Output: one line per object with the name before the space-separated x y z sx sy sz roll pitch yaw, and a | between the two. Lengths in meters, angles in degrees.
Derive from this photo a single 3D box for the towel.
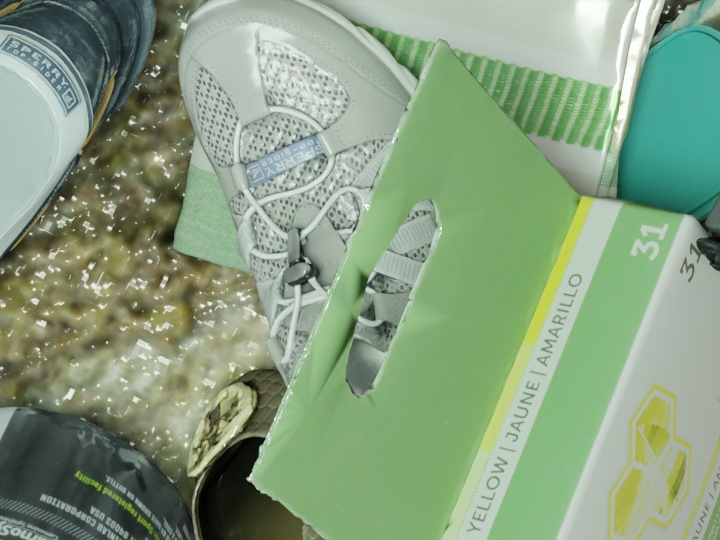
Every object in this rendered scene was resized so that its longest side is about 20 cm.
towel | 0.026 -0.083 0.967 0.152 0.023 0.200 16 105 16

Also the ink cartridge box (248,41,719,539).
ink cartridge box | 0.057 0.042 0.881 0.048 0.200 0.146 13 71 32

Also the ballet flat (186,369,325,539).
ballet flat | -0.030 0.100 0.940 0.046 0.200 0.067 20 122 -27

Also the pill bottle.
pill bottle | -0.129 0.146 0.939 0.106 0.200 0.106 9 131 11

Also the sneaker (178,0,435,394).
sneaker | 0.000 0.000 0.933 0.075 0.082 0.200 -29 92 24

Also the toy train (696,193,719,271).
toy train | 0.163 0.024 0.932 0.046 0.200 0.034 21 78 36

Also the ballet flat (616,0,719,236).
ballet flat | 0.146 -0.073 0.954 0.072 0.072 0.200 38 120 -6

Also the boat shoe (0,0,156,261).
boat shoe | -0.140 -0.026 0.984 0.071 0.091 0.200 45 127 -7
